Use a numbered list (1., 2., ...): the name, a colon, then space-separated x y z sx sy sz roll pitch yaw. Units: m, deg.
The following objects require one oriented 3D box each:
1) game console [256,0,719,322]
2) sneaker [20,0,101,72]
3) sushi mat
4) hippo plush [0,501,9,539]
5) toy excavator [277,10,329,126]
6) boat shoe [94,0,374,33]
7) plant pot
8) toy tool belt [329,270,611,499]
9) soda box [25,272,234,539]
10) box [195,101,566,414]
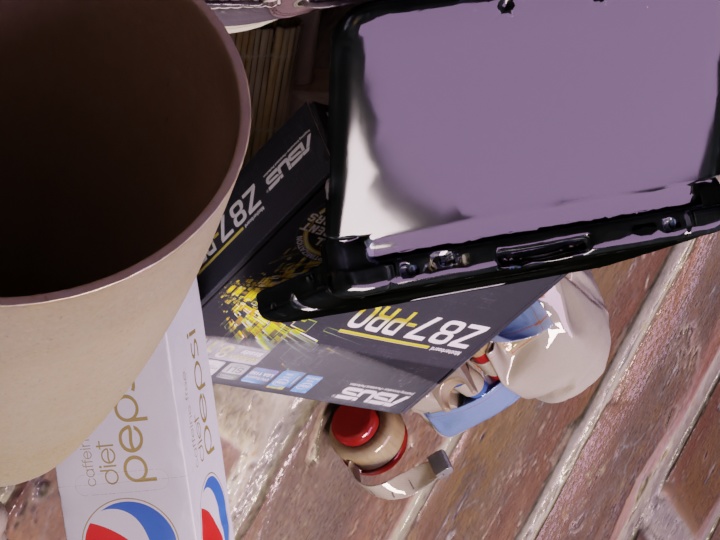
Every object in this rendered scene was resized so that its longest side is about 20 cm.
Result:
1. game console: 0.059 -0.055 0.968 0.200 0.176 0.116 -9 85 -22
2. sneaker: -0.098 -0.096 0.941 0.099 0.078 0.200 -56 154 -26
3. sushi mat: -0.079 -0.033 1.061 0.096 0.012 0.200 -14 129 -33
4. hippo plush: -0.171 0.183 0.939 0.159 0.161 0.200 -54 152 -23
5. toy excavator: 0.008 -0.182 1.043 0.100 0.200 0.194 -75 141 -63
6. boat shoe: -0.015 -0.141 0.872 0.200 0.065 0.072 -6 84 -23
7. plant pot: -0.148 -0.004 0.837 0.187 0.187 0.200 -46 163 -35
8. toy tool belt: 0.046 0.040 1.287 0.200 0.125 0.123 -33 141 10
9. soda box: -0.102 0.090 0.982 0.068 0.064 0.200 -44 127 -76
10. box: 0.000 0.000 1.072 0.200 0.049 0.161 14 134 -46
